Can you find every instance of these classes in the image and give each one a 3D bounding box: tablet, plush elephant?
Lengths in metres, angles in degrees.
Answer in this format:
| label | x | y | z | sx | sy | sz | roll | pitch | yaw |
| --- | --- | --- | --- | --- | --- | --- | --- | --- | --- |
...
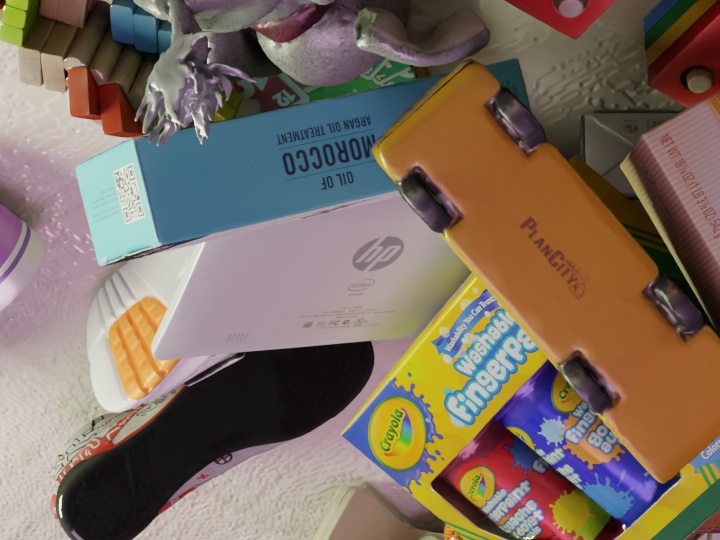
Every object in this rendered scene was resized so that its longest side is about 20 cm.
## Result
| label | x | y | z | sx | sy | sz | roll | pitch | yaw |
| --- | --- | --- | --- | --- | --- | --- | --- | --- | --- |
| tablet | 0.000 | 0.000 | 1.183 | 0.199 | 0.014 | 0.130 | -5 | 144 | -28 |
| plush elephant | -0.029 | -0.145 | 1.012 | 0.164 | 0.201 | 0.155 | 6 | 178 | 32 |

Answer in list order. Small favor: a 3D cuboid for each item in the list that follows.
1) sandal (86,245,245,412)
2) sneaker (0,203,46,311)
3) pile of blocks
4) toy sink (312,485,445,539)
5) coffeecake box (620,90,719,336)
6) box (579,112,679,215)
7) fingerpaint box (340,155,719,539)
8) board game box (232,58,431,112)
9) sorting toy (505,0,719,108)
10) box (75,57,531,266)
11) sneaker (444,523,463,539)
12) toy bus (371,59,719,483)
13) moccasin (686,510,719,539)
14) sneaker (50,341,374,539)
| label | x | y | z | sx | sy | sz | roll | pitch | yaw |
| --- | --- | --- | --- | --- | --- | --- | --- | --- | --- |
| sandal | -0.078 | 0.015 | 1.232 | 0.059 | 0.080 | 0.207 | 10 | 145 | -36 |
| sneaker | -0.275 | 0.010 | 1.255 | 0.114 | 0.073 | 0.200 | 37 | 117 | -26 |
| pile of blocks | -0.126 | -0.108 | 1.096 | 0.200 | 0.062 | 0.082 | 34 | 134 | -17 |
| toy sink | 0.057 | 0.238 | 1.398 | 0.112 | 0.131 | 0.200 | 3 | 146 | 47 |
| coffeecake box | 0.244 | -0.037 | 1.047 | 0.199 | 0.154 | 0.073 | -29 | 174 | -6 |
| box | 0.171 | 0.009 | 1.225 | 0.116 | 0.060 | 0.201 | 1 | 137 | 3 |
| fingerpaint box | 0.108 | 0.068 | 1.169 | 0.167 | 0.073 | 0.200 | 41 | 136 | 1 |
| board game box | -0.001 | -0.069 | 1.180 | 0.095 | 0.030 | 0.200 | -15 | 136 | 18 |
| sorting toy | 0.156 | -0.170 | 1.030 | 0.199 | 0.070 | 0.199 | 27 | 132 | -23 |
| box | -0.023 | -0.051 | 1.067 | 0.199 | 0.049 | 0.082 | -14 | 180 | -27 |
| sneaker | 0.080 | 0.132 | 1.286 | 0.073 | 0.077 | 0.201 | 3 | 93 | 12 |
| toy bus | 0.090 | -0.001 | 1.023 | 0.065 | 0.078 | 0.200 | -41 | 99 | 3 |
| moccasin | 0.179 | 0.130 | 1.344 | 0.200 | 0.074 | 0.078 | -9 | 143 | 10 |
| sneaker | -0.091 | 0.083 | 1.320 | 0.201 | 0.108 | 0.067 | -34 | 100 | -8 |
